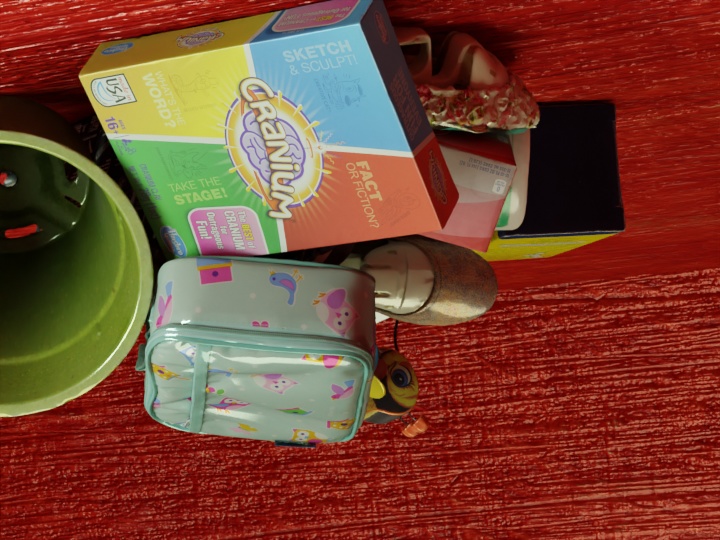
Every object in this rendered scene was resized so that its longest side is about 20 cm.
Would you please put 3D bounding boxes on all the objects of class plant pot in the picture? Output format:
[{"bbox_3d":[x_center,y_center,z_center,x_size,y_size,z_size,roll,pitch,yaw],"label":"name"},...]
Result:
[{"bbox_3d":[-0.242,-0.032,1.419,0.200,0.201,0.190,-4,-156,-4],"label":"plant pot"}]

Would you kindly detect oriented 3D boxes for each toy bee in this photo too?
[{"bbox_3d":[0.004,0.093,1.658,0.200,0.109,0.131,-31,176,-8],"label":"toy bee"}]

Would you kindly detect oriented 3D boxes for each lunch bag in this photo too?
[{"bbox_3d":[-0.072,0.058,1.409,0.160,0.077,0.200,3,156,-4],"label":"lunch bag"}]

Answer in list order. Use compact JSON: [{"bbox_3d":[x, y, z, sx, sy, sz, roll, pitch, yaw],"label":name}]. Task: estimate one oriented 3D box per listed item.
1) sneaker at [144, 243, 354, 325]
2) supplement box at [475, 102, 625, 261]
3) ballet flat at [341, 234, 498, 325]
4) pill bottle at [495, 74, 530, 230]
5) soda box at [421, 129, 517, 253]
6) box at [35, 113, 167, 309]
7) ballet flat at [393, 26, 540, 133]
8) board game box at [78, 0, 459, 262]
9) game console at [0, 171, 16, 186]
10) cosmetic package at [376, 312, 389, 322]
[{"bbox_3d":[-0.064,0.003,1.467,0.085,0.077,0.200,28,148,-33],"label":"sneaker"},{"bbox_3d":[0.139,-0.071,1.782,0.109,0.109,0.200,-3,175,-14],"label":"supplement box"},{"bbox_3d":[0.000,0.000,1.511,0.200,0.068,0.067,12,-170,27],"label":"ballet flat"},{"bbox_3d":[0.016,-0.084,1.486,0.199,0.113,0.113,0,175,-2],"label":"pill bottle"},{"bbox_3d":[0.000,-0.078,1.393,0.200,0.070,0.063,15,-158,-8],"label":"soda box"},{"bbox_3d":[-0.176,-0.044,1.529,0.050,0.158,0.200,21,162,-29],"label":"box"},{"bbox_3d":[0.045,-0.126,1.362,0.200,0.064,0.076,-1,-149,-36],"label":"ballet flat"},{"bbox_3d":[-0.057,-0.084,1.303,0.200,0.153,0.040,-8,-147,26],"label":"board game box"},{"bbox_3d":[-0.239,-0.070,1.912,0.199,0.031,0.177,-4,175,-16],"label":"game console"},{"bbox_3d":[0.014,-0.031,1.644,0.151,0.052,0.200,-22,-152,21],"label":"cosmetic package"}]
